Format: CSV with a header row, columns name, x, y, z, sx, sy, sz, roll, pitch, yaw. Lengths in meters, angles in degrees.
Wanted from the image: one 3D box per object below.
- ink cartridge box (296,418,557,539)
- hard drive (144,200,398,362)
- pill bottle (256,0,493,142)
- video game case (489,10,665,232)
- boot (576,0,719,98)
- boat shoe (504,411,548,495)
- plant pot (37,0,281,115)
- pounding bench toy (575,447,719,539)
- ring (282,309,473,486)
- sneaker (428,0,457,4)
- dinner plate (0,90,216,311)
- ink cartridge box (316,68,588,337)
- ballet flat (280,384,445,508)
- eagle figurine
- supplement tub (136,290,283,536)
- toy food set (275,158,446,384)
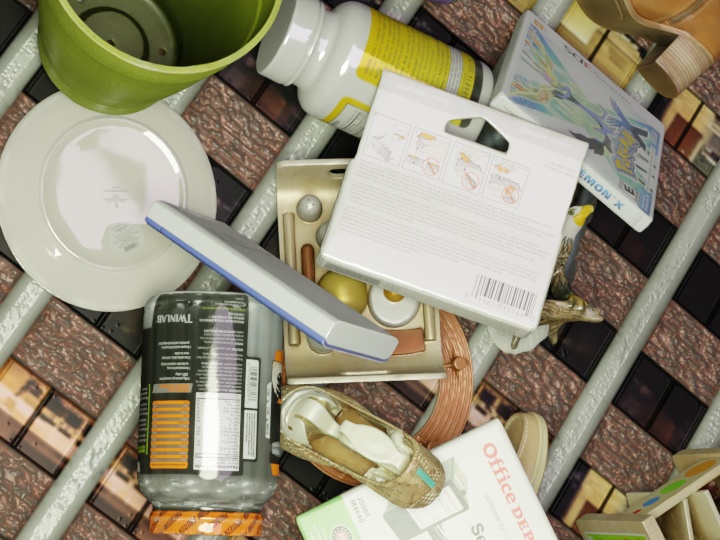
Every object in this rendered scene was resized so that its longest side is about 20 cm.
name,x,y,z,sx,sy,sz,roll,pitch,yaw
ink cartridge box,0.063,0.236,1.641,0.198,0.084,0.147,-26,83,-2
hard drive,-0.074,0.010,1.582,0.199,0.132,0.026,33,96,25
pill bottle,0.011,-0.174,1.700,0.198,0.111,0.112,24,75,-19
video game case,0.206,-0.143,1.754,0.182,0.022,0.201,39,31,-10
boot,0.297,-0.290,1.858,0.155,0.073,0.200,-49,114,-19
boat shoe,0.110,0.214,1.715,0.064,0.071,0.202,28,75,-18
plant pot,-0.186,-0.222,1.570,0.198,0.193,0.203,7,71,-20
pounding bench toy,0.331,0.284,1.771,0.155,0.124,0.202,-28,95,-23
ring,0.016,0.096,1.719,0.198,0.019,0.203,3,83,-22
sneaker,0.063,-0.347,1.778,0.087,0.075,0.202,12,73,-46
dinner plate,-0.217,-0.066,1.640,0.198,0.024,0.203,2,84,-22
ink cartridge box,0.081,-0.057,1.649,0.198,0.045,0.178,19,77,-4
ballet flat,-0.015,0.136,1.606,0.071,0.199,0.065,-58,149,-18
eagle figurine,0.166,-0.036,1.758,0.152,0.150,0.202,51,25,-51
supplement tub,-0.127,0.123,1.600,0.121,0.122,0.203,5,82,-22
toy food set,0.000,0.000,1.672,0.142,0.060,0.202,-2,79,-4
